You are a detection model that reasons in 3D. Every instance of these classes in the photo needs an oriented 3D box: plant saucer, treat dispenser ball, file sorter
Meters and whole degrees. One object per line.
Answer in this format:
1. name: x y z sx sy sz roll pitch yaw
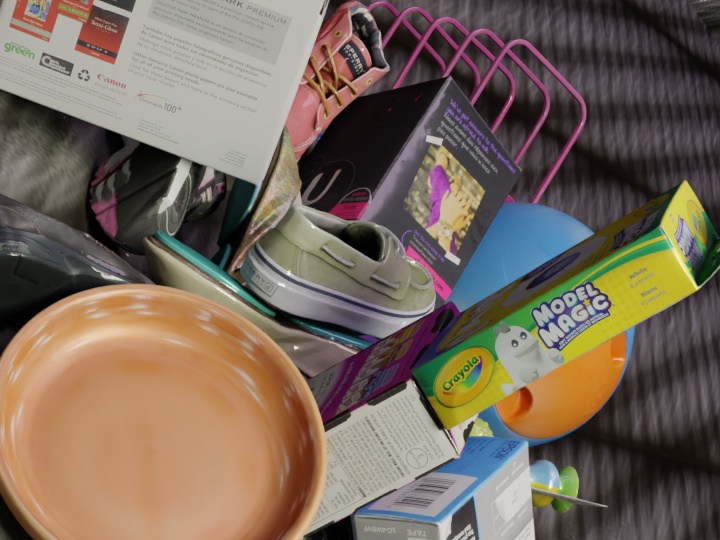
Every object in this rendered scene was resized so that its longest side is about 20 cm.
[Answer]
1. plant saucer: -0.117 0.100 1.257 0.198 0.038 0.201 11 53 -15
2. treat dispenser ball: 0.125 0.044 1.819 0.201 0.200 0.202 49 23 -29
3. file sorter: 0.076 -0.143 1.924 0.199 0.126 0.139 23 -13 47

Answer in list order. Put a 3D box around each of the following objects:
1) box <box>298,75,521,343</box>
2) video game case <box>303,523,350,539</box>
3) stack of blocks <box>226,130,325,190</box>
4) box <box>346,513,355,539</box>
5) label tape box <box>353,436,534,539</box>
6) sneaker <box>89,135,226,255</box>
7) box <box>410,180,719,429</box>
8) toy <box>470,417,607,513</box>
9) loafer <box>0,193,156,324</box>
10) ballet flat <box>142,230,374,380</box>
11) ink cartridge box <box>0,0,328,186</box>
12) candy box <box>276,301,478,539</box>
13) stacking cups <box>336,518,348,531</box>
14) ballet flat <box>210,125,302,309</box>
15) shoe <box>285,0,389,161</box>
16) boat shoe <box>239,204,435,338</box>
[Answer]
1. box: 0.011 -0.034 1.641 0.106 0.122 0.201 50 55 -26
2. video game case: 0.005 0.268 1.458 0.181 0.036 0.201 41 27 -44
3. stack of blocks: -0.081 -0.099 1.719 0.200 0.058 0.116 8 55 -66
4. box: 0.055 0.208 1.525 0.200 0.037 0.138 30 45 -58
5. label tape box: 0.061 0.222 1.382 0.143 0.066 0.202 -32 118 -59
6. sneaker: -0.126 -0.065 1.536 0.087 0.080 0.201 54 22 -26
7. box: 0.132 0.013 1.283 0.049 0.199 0.117 59 20 -5
8. toy: 0.075 0.129 1.611 0.199 0.115 0.048 22 80 -27
9. loafer: -0.175 0.002 1.338 0.200 0.073 0.073 35 27 -53
10. ballet flat: -0.069 0.044 1.438 0.199 0.069 0.070 28 33 -27
11. ink cartridge box: -0.124 -0.178 1.429 0.199 0.177 0.084 21 28 -5
12. candy box: -0.021 0.109 1.369 0.061 0.199 0.136 58 21 -10
13. stacking cups: 0.029 0.196 1.593 0.200 0.060 0.061 46 24 -41
14. ballet flat: -0.072 -0.010 1.526 0.071 0.070 0.201 46 48 -34
15. shoe: -0.036 -0.142 1.662 0.072 0.091 0.200 54 21 -17
16. boat shoe: 0.000 0.000 1.466 0.072 0.062 0.199 47 19 25
